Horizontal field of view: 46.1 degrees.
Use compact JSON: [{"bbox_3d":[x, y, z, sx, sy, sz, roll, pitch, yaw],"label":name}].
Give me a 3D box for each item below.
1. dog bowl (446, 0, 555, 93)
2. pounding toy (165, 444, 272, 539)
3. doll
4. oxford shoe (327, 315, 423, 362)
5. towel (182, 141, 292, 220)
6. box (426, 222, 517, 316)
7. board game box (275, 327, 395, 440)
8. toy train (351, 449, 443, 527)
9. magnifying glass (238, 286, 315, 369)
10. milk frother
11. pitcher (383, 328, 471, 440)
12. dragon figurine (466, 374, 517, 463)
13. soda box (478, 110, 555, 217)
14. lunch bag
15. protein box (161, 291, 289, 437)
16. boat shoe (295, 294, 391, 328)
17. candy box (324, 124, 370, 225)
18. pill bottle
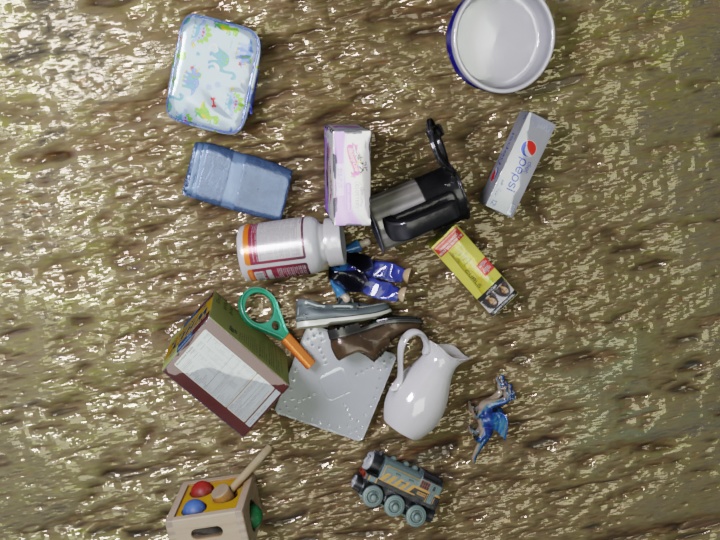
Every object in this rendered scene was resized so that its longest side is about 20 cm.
[{"bbox_3d":[0.265,-0.442,1.613,0.197,0.079,0.203,-1,103,-6],"label":"dog bowl"},{"bbox_3d":[-0.273,0.471,1.710,0.197,0.184,0.144,-10,104,4],"label":"pounding toy"},{"bbox_3d":[0.000,0.000,1.681,0.197,0.049,0.138,14,78,5],"label":"doll"},{"bbox_3d":[0.036,0.139,1.705,0.197,0.073,0.086,-13,86,-9],"label":"oxford shoe"},{"bbox_3d":[-0.235,-0.171,1.628,0.197,0.049,0.113,16,100,-9],"label":"towel"},{"bbox_3d":[0.228,-0.004,1.720,0.075,0.050,0.200,-41,104,4],"label":"box"},{"bbox_3d":[-0.053,0.231,1.750,0.198,0.026,0.202,20,99,-11],"label":"board game box"},{"bbox_3d":[0.080,0.460,1.794,0.198,0.085,0.115,27,86,-10],"label":"toy train"},{"bbox_3d":[-0.164,0.117,1.686,0.200,0.022,0.080,49,57,-9],"label":"magnifying glass"},{"bbox_3d":[0.095,-0.161,1.612,0.186,0.180,0.202,-22,91,-3],"label":"milk frother"},{"bbox_3d":[0.112,0.228,1.716,0.170,0.121,0.202,29,92,-29],"label":"pitcher"},{"bbox_3d":[0.280,0.324,1.794,0.098,0.059,0.203,-2,101,-6],"label":"dragon figurine"},{"bbox_3d":[0.309,-0.211,1.674,0.063,0.068,0.202,23,98,-10],"label":"soda box"},{"bbox_3d":[-0.268,-0.359,1.564,0.158,0.083,0.203,12,101,-8],"label":"lunch bag"},{"bbox_3d":[-0.255,0.175,1.623,0.200,0.199,0.135,42,94,-13],"label":"protein box"},{"bbox_3d":[-0.034,0.075,1.695,0.197,0.073,0.063,-7,81,-13],"label":"boat shoe"},{"bbox_3d":[-0.026,-0.182,1.572,0.070,0.200,0.170,-1,102,-7],"label":"candy box"},{"bbox_3d":[-0.130,-0.044,1.621,0.197,0.110,0.111,-7,104,5],"label":"pill bottle"}]
